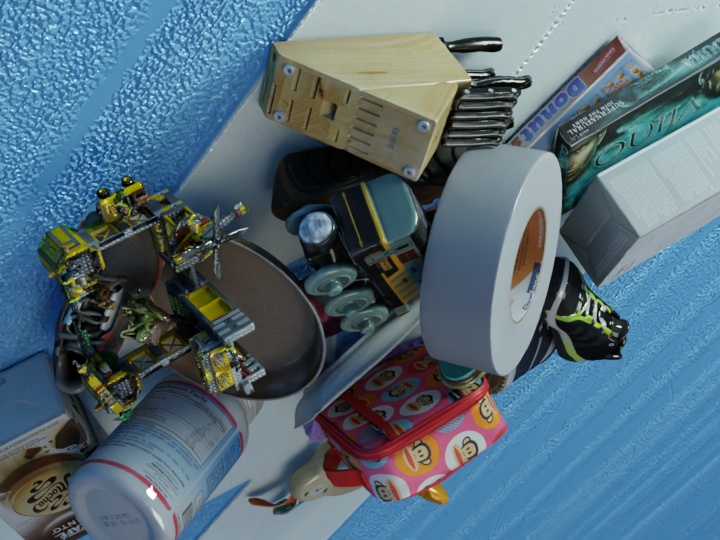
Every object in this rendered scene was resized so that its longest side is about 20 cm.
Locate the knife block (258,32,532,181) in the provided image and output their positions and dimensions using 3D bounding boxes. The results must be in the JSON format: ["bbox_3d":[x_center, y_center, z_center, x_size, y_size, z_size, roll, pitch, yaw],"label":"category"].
[{"bbox_3d":[0.037,-0.161,1.003,0.200,0.176,0.064,23,132,5],"label":"knife block"}]

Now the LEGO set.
[{"bbox_3d":[-0.155,0.038,0.933,0.154,0.116,0.200,-22,130,-29],"label":"LEGO set"}]

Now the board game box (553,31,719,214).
[{"bbox_3d":[0.277,-0.143,1.175,0.200,0.028,0.135,-31,155,-9],"label":"board game box"}]

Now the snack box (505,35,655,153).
[{"bbox_3d":[0.197,-0.137,1.162,0.200,0.024,0.072,-45,143,19],"label":"snack box"}]

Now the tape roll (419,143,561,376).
[{"bbox_3d":[0.118,-0.011,1.053,0.200,0.066,0.201,14,90,-69],"label":"tape roll"}]

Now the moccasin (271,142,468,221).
[{"bbox_3d":[0.017,-0.076,1.069,0.201,0.074,0.078,-16,156,-25],"label":"moccasin"}]

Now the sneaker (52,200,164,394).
[{"bbox_3d":[-0.217,0.031,1.001,0.077,0.082,0.200,17,131,-6],"label":"sneaker"}]

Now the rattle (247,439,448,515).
[{"bbox_3d":[-0.015,0.273,1.413,0.200,0.143,0.130,-32,163,-8],"label":"rattle"}]

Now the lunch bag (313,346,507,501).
[{"bbox_3d":[0.038,0.159,1.215,0.176,0.200,0.082,-30,106,-13],"label":"lunch bag"}]

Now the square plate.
[{"bbox_3d":[0.011,0.075,1.182,0.200,0.028,0.198,-42,178,-16],"label":"square plate"}]

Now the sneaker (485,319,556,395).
[{"bbox_3d":[0.183,0.035,1.325,0.108,0.070,0.200,-20,130,-45],"label":"sneaker"}]

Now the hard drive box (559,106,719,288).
[{"bbox_3d":[0.319,-0.081,1.212,0.200,0.077,0.156,-28,166,-14],"label":"hard drive box"}]

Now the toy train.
[{"bbox_3d":[0.012,-0.011,1.030,0.114,0.085,0.200,-21,156,8],"label":"toy train"}]

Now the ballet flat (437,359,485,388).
[{"bbox_3d":[0.126,0.038,1.194,0.071,0.200,0.071,11,151,6],"label":"ballet flat"}]

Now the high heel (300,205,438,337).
[{"bbox_3d":[0.000,0.000,1.142,0.200,0.067,0.096,-21,153,-22],"label":"high heel"}]

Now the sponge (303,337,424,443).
[{"bbox_3d":[0.034,0.130,1.362,0.200,0.030,0.112,-14,140,-20],"label":"sponge"}]

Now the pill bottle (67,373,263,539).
[{"bbox_3d":[-0.175,0.167,1.124,0.200,0.109,0.109,-51,166,-47],"label":"pill bottle"}]

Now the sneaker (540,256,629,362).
[{"bbox_3d":[0.249,0.044,1.287,0.083,0.072,0.200,8,159,23],"label":"sneaker"}]

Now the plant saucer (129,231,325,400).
[{"bbox_3d":[-0.119,0.035,1.051,0.200,0.032,0.200,14,134,15],"label":"plant saucer"}]

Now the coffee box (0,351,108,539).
[{"bbox_3d":[-0.303,0.180,1.139,0.113,0.080,0.200,-27,144,-6],"label":"coffee box"}]
